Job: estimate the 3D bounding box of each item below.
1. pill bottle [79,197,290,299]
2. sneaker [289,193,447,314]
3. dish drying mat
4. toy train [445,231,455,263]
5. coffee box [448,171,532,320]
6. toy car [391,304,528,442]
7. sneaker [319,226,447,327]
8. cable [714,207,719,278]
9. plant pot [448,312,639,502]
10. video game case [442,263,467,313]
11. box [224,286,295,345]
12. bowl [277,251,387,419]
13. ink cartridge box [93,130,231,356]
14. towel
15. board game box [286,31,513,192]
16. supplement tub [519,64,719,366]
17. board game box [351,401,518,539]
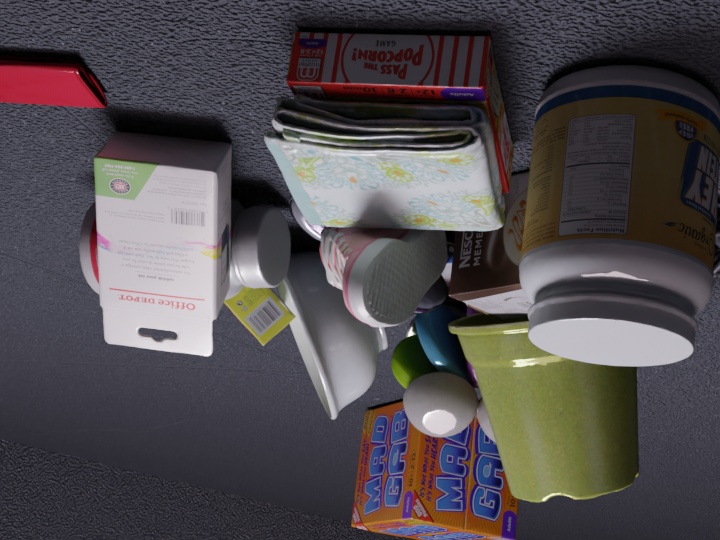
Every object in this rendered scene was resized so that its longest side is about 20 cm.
[{"bbox_3d":[-0.179,-0.024,1.361,0.200,0.111,0.111,1,161,21],"label":"pill bottle"},{"bbox_3d":[0.026,-0.029,1.274,0.200,0.075,0.087,37,141,-26],"label":"sneaker"},{"bbox_3d":[-0.325,-0.167,1.142,0.200,0.018,0.077,4,162,10],"label":"dish drying mat"},{"bbox_3d":[0.131,-0.007,1.383,0.200,0.046,0.034,18,159,-28],"label":"toy train"},{"bbox_3d":[0.182,-0.028,1.188,0.080,0.115,0.200,23,156,-40],"label":"coffee box"},{"bbox_3d":[0.137,0.092,1.474,0.200,0.175,0.150,9,128,0],"label":"toy car"},{"bbox_3d":[0.000,0.000,1.156,0.104,0.075,0.200,-1,-165,21],"label":"sneaker"},{"bbox_3d":[0.285,-0.023,1.261,0.200,0.051,0.163,9,162,-1],"label":"cable"},{"bbox_3d":[0.201,0.128,1.324,0.200,0.185,0.200,-9,-177,0],"label":"plant pot"},{"bbox_3d":[0.127,0.023,1.516,0.200,0.024,0.182,19,159,-33],"label":"video game case"},{"bbox_3d":[-0.121,0.038,1.489,0.075,0.050,0.200,48,174,-7],"label":"box"},{"bbox_3d":[-0.028,0.058,1.482,0.090,0.201,0.201,-21,164,-8],"label":"bowl"},{"bbox_3d":[-0.185,-0.024,1.252,0.117,0.067,0.200,7,119,5],"label":"ink cartridge box"},{"bbox_3d":[0.025,-0.078,1.058,0.171,0.048,0.200,6,163,12],"label":"towel"},{"bbox_3d":[0.039,-0.124,1.063,0.151,0.046,0.200,4,162,14],"label":"board game box"},{"bbox_3d":[0.198,-0.039,1.005,0.144,0.200,0.145,7,162,2],"label":"supplement tub"},{"bbox_3d":[0.128,0.336,2.177,0.200,0.200,0.200,16,160,-25],"label":"board game box"}]
